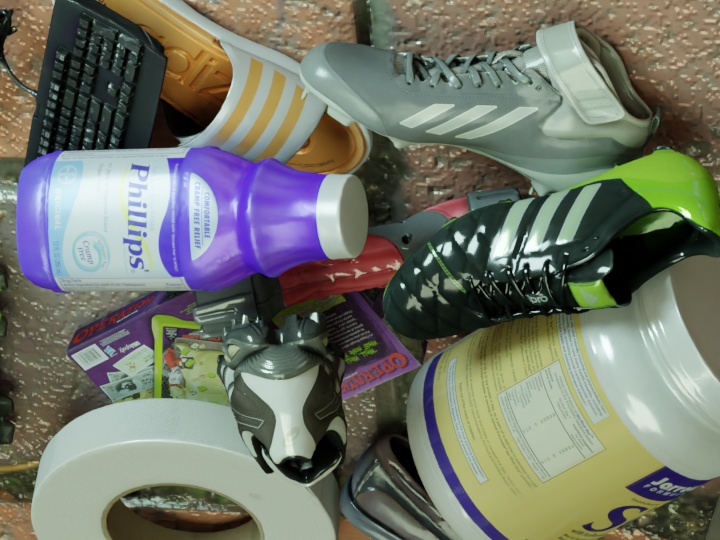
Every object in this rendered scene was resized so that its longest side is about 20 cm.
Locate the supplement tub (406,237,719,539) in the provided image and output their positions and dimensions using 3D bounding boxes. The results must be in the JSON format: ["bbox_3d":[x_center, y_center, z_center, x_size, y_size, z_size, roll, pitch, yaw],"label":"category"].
[{"bbox_3d":[0.142,0.074,1.562,0.200,0.145,0.145,-32,115,33],"label":"supplement tub"}]

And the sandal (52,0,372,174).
[{"bbox_3d":[-0.093,-0.100,1.536,0.207,0.059,0.079,30,129,-11],"label":"sandal"}]

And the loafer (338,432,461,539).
[{"bbox_3d":[0.086,0.167,1.701,0.200,0.072,0.063,25,125,-2],"label":"loafer"}]

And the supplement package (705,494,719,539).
[{"bbox_3d":[0.285,0.192,1.584,0.150,0.200,0.152,14,129,3],"label":"supplement package"}]

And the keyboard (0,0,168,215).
[{"bbox_3d":[-0.181,-0.093,1.564,0.127,0.021,0.200,31,140,10],"label":"keyboard"}]

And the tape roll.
[{"bbox_3d":[-0.112,0.156,1.732,0.202,0.037,0.203,4,139,3],"label":"tape roll"}]

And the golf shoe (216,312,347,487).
[{"bbox_3d":[-0.045,0.083,1.561,0.078,0.095,0.200,-9,171,4],"label":"golf shoe"}]

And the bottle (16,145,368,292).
[{"bbox_3d":[-0.096,-0.029,1.514,0.200,0.065,0.084,0,90,21],"label":"bottle"}]

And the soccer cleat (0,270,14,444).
[{"bbox_3d":[-0.268,0.052,1.697,0.084,0.065,0.200,10,130,9],"label":"soccer cleat"}]

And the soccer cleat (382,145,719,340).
[{"bbox_3d":[0.105,-0.004,1.476,0.200,0.081,0.068,-23,128,10],"label":"soccer cleat"}]

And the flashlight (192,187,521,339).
[{"bbox_3d":[0.000,0.000,1.557,0.200,0.068,0.068,-11,155,0],"label":"flashlight"}]

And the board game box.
[{"bbox_3d":[-0.072,0.048,1.670,0.200,0.032,0.120,-25,116,29],"label":"board game box"}]

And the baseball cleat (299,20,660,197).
[{"bbox_3d":[0.070,-0.108,1.495,0.200,0.070,0.107,18,124,-14],"label":"baseball cleat"}]
